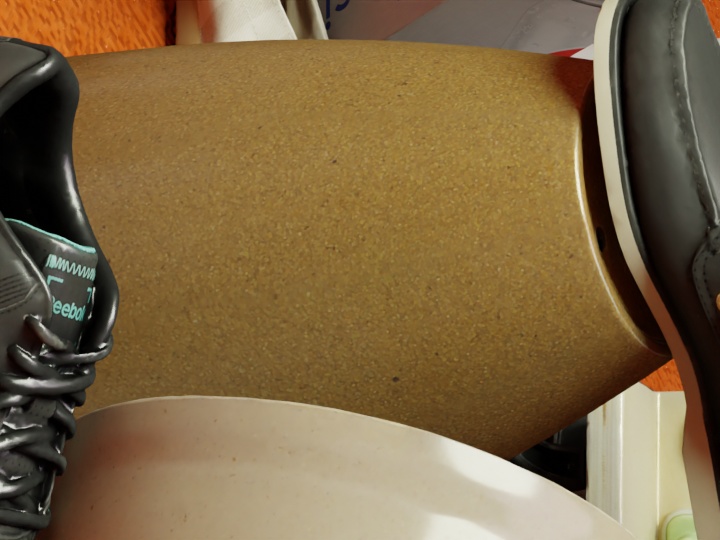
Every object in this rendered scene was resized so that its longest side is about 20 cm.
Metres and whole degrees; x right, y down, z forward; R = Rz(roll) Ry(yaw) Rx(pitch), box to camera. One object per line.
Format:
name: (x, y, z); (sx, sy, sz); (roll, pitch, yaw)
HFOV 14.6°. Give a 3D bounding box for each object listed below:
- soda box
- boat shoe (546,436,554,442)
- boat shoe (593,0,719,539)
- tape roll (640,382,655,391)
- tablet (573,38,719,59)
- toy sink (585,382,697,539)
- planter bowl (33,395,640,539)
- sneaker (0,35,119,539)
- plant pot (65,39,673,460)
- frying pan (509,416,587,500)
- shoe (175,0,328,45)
soda box: (0.044, -0.108, 1.022); (0.068, 0.200, 0.064); (15, 63, -33)
boat shoe: (0.055, 0.123, 1.111); (0.075, 0.074, 0.203); (79, 17, -50)
boat shoe: (0.120, 0.009, 0.846); (0.074, 0.063, 0.202); (-22, 97, -60)
tape roll: (0.140, 0.028, 1.157); (0.203, 0.202, 0.037); (62, 31, -27)
tablet: (0.095, -0.059, 1.107); (0.130, 0.199, 0.014); (-61, 145, -52)
toy sink: (0.159, 0.112, 1.035); (0.200, 0.111, 0.131); (32, 57, -68)
planter bowl: (-0.016, 0.143, 0.806); (0.200, 0.199, 0.135); (46, 51, -45)
sneaker: (-0.110, 0.030, 0.768); (0.075, 0.079, 0.201); (13, 69, -62)
plant pot: (0.000, 0.000, 0.903); (0.186, 0.199, 0.187); (33, 50, -52)
frying pan: (0.085, 0.069, 1.053); (0.190, 0.031, 0.115); (67, 26, -43)
shoe: (-0.045, -0.141, 1.033); (0.070, 0.053, 0.201); (3, 77, -62)
